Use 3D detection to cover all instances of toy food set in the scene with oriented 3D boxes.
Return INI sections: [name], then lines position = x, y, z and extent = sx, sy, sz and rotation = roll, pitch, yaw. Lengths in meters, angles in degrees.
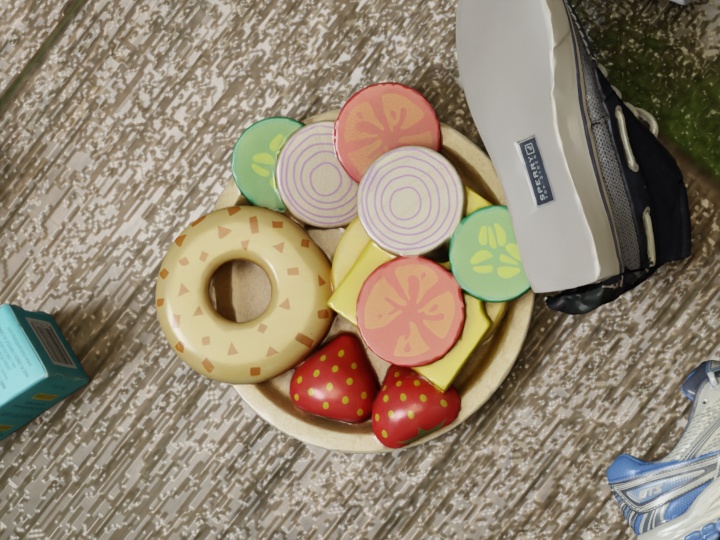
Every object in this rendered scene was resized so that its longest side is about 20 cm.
[toy food set]
position = 0.000, 0.000, 1.391
extent = 0.200, 0.049, 0.198
rotation = 35, 91, 13

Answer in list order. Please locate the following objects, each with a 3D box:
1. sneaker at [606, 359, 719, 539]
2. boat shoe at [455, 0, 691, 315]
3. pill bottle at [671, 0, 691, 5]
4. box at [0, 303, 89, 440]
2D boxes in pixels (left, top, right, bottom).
[sneaker]
position = 0.213, 0.074, 1.330
extent = 0.200, 0.077, 0.085
rotation = -39, 75, 4
[boat shoe]
position = 0.117, -0.081, 1.349
extent = 0.074, 0.092, 0.201
rotation = -11, 91, 45
[pill bottle]
position = 0.100, -0.217, 1.362
extent = 0.199, 0.111, 0.112
rotation = 22, 89, 12
[box]
position = -0.256, 0.094, 1.413
extent = 0.199, 0.082, 0.049
rotation = -34, 80, 6
